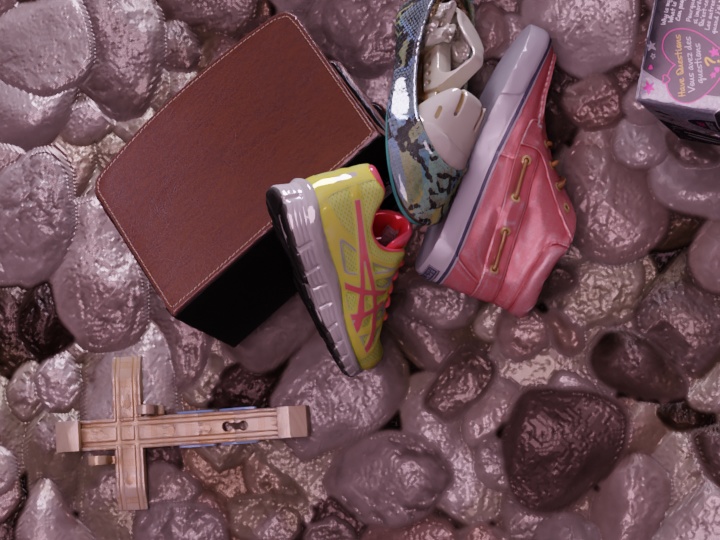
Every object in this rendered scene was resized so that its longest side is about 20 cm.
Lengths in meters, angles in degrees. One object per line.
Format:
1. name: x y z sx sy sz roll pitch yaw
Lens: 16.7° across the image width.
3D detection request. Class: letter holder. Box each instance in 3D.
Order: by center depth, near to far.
1. letter holder: -0.076 -0.070 1.788 0.200 0.100 0.143 -41 63 10

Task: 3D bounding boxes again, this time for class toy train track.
1. toy train track: -0.136 0.118 1.827 0.198 0.033 0.116 -5 85 14

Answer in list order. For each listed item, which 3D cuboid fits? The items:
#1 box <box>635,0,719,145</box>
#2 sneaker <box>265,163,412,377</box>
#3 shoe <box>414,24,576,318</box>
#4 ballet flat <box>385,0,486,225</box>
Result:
1. box: 0.262 -0.151 1.649 0.114 0.200 0.133 12 89 17
2. sneaker: 0.000 0.000 1.726 0.090 0.201 0.078 -26 54 -7
3. shoe: 0.117 -0.069 1.757 0.090 0.071 0.201 25 78 -10
4. ballet flat: 0.056 -0.124 1.728 0.074 0.074 0.201 -12 53 14
